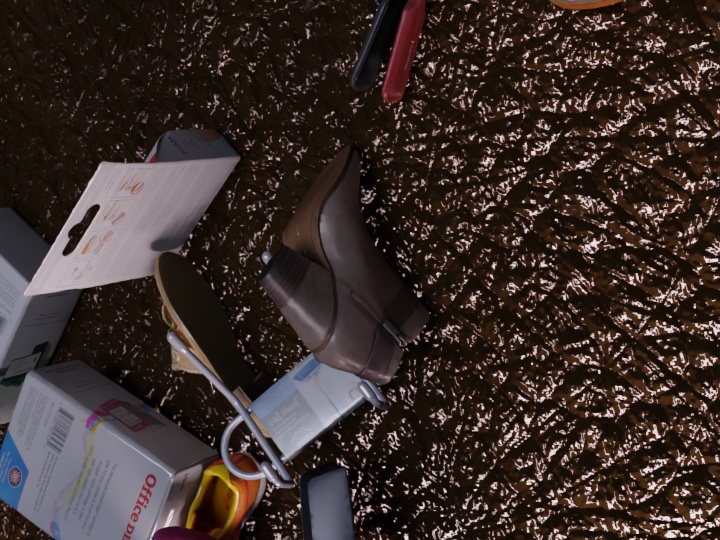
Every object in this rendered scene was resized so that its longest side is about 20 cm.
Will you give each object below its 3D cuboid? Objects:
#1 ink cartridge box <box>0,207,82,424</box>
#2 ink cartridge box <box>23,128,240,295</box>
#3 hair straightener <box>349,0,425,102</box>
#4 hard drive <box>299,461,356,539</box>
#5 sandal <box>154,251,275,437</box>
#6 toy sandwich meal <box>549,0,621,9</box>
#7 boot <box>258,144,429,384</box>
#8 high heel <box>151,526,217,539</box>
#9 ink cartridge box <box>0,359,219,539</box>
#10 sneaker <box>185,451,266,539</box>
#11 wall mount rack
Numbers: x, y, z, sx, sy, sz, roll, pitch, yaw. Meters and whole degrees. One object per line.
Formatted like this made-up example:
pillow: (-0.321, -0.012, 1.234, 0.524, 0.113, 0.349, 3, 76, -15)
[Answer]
ink cartridge box: (-0.408, 0.053, 1.366, 0.146, 0.084, 0.200, 40, 115, 23)
ink cartridge box: (-0.222, -0.057, 1.167, 0.050, 0.200, 0.162, 46, 116, 20)
hair straightener: (0.025, -0.252, 1.084, 0.077, 0.041, 0.200, 22, 107, 29)
hard drive: (-0.023, 0.276, 1.117, 0.042, 0.135, 0.200, -7, 85, -8)
sandal: (-0.155, 0.086, 1.215, 0.070, 0.078, 0.212, -43, 78, 26)
toy sandwich meal: (0.168, -0.306, 0.970, 0.205, 0.070, 0.206, 4, 97, 32)
boot: (0.000, 0.000, 1.097, 0.146, 0.200, 0.070, 38, 145, -12)
high heel: (-0.106, 0.295, 1.154, 0.096, 0.067, 0.200, -8, 134, 39)
ink cartridge box: (-0.260, 0.204, 1.255, 0.200, 0.085, 0.145, 30, 108, 23)
sneaker: (-0.152, 0.273, 1.233, 0.073, 0.077, 0.200, 18, 106, 28)
wall mount rack: (-0.071, 0.092, 1.126, 0.200, 0.075, 0.174, -40, 71, 4)
